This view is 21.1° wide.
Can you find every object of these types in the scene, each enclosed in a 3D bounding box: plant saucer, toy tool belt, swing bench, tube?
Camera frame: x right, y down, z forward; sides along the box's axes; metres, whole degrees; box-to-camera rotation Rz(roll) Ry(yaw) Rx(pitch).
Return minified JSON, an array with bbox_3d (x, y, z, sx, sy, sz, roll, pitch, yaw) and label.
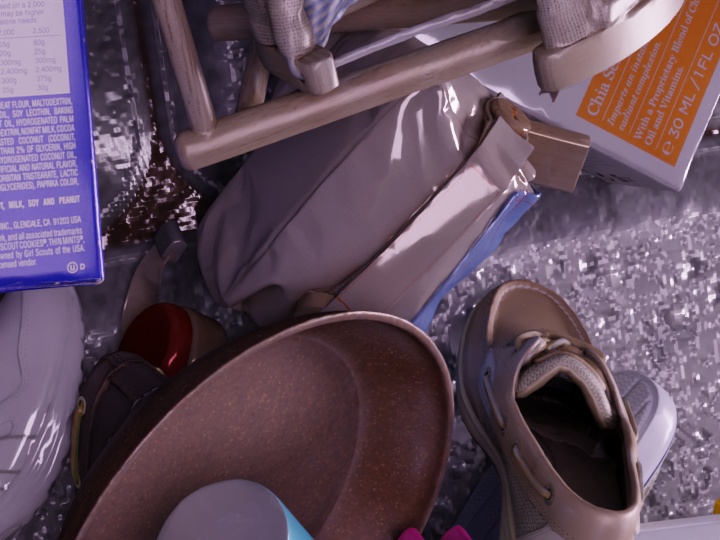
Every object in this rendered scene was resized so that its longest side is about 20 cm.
[{"bbox_3d":[-0.047,0.095,0.738,0.200,0.037,0.202,-29,138,-30],"label":"plant saucer"},{"bbox_3d":[0.000,0.000,0.812,0.122,0.125,0.200,27,112,-35],"label":"toy tool belt"},{"bbox_3d":[0.011,-0.167,0.680,0.198,0.130,0.200,-11,119,8],"label":"swing bench"},{"bbox_3d":[-0.018,0.147,0.738,0.077,0.051,0.200,-28,141,2],"label":"tube"}]

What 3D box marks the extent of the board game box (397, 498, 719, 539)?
[{"bbox_3d":[0.089,0.191,0.865,0.198,0.026,0.201,-3,121,-24],"label":"board game box"}]

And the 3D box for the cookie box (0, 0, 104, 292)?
[{"bbox_3d":[-0.157,-0.098,0.727,0.075,0.171,0.202,-6,96,-21],"label":"cookie box"}]

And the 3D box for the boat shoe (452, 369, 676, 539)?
[{"bbox_3d":[0.078,0.135,0.891,0.200,0.072,0.062,-49,123,1],"label":"boat shoe"}]

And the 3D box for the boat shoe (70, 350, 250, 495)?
[{"bbox_3d":[-0.082,0.120,0.805,0.071,0.059,0.201,-27,137,-26],"label":"boat shoe"}]

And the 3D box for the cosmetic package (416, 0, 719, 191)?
[{"bbox_3d":[0.066,-0.122,0.853,0.199,0.071,0.102,24,87,-19],"label":"cosmetic package"}]

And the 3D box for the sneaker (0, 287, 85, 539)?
[{"bbox_3d":[-0.180,0.084,0.786,0.099,0.078,0.201,25,86,-17],"label":"sneaker"}]

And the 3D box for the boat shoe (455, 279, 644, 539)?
[{"bbox_3d":[0.084,0.058,0.812,0.071,0.201,0.065,8,124,-8],"label":"boat shoe"}]
